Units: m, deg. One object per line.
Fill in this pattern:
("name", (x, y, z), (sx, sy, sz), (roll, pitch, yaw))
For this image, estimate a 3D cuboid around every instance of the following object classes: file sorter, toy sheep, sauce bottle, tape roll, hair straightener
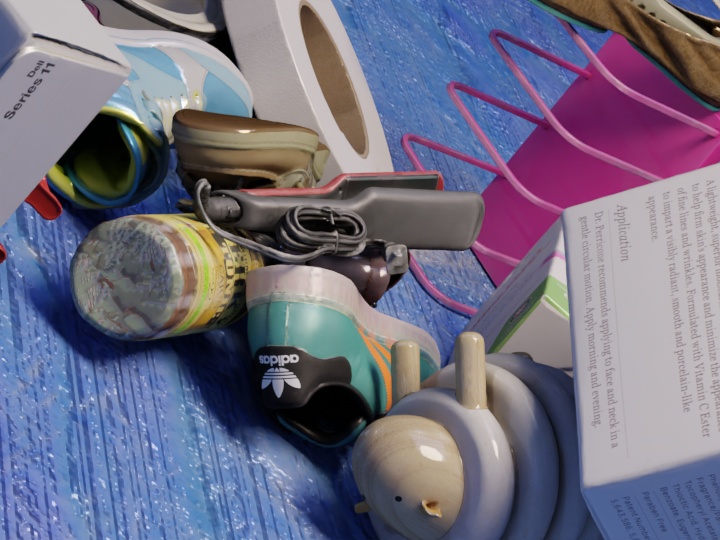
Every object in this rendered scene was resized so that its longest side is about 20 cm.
("file sorter", (0.118, -0.074, 1.752), (0.125, 0.200, 0.139), (20, 28, -41))
("toy sheep", (0.075, 0.103, 1.370), (0.200, 0.138, 0.138), (6, 37, -40))
("sauce bottle", (-0.087, 0.000, 1.378), (0.065, 0.065, 0.200), (45, 14, 9))
("tape roll", (-0.031, -0.113, 1.659), (0.203, 0.037, 0.203), (-20, 90, -79))
("hair straightener", (-0.005, -0.029, 1.375), (0.200, 0.041, 0.077), (5, 18, -46))

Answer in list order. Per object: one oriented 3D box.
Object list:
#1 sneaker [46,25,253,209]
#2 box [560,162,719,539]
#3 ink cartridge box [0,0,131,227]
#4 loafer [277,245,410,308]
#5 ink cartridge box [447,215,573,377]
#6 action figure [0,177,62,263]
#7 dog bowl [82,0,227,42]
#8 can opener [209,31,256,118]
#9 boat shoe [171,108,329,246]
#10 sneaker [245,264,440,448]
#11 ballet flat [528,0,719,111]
("sneaker", (-0.122, -0.076, 1.471), (0.200, 0.080, 0.131), (9, 34, -42))
("box", (0.198, 0.080, 1.351), (0.199, 0.131, 0.200), (-89, 156, -45))
("ink cartridge box", (-0.222, -0.115, 1.251), (0.200, 0.147, 0.083), (52, 20, 27))
("loafer", (0.000, 0.000, 1.504), (0.063, 0.072, 0.200), (12, 5, 10))
("ink cartridge box", (0.107, 0.046, 1.583), (0.067, 0.117, 0.200), (39, 19, -4))
("action figure", (-0.199, -0.087, 1.359), (0.052, 0.065, 0.200), (36, 19, -35))
("dog bowl", (-0.178, -0.187, 1.613), (0.200, 0.074, 0.200), (37, 20, -15))
("can opener", (-0.080, -0.115, 1.661), (0.079, 0.063, 0.200), (33, 20, -26))
("boat shoe", (-0.058, -0.049, 1.449), (0.073, 0.063, 0.200), (11, -1, 14))
("sneaker", (-0.012, 0.060, 1.411), (0.200, 0.071, 0.080), (36, 54, -62))
("ballet flat", (0.176, -0.174, 1.680), (0.200, 0.072, 0.068), (29, 25, -17))
